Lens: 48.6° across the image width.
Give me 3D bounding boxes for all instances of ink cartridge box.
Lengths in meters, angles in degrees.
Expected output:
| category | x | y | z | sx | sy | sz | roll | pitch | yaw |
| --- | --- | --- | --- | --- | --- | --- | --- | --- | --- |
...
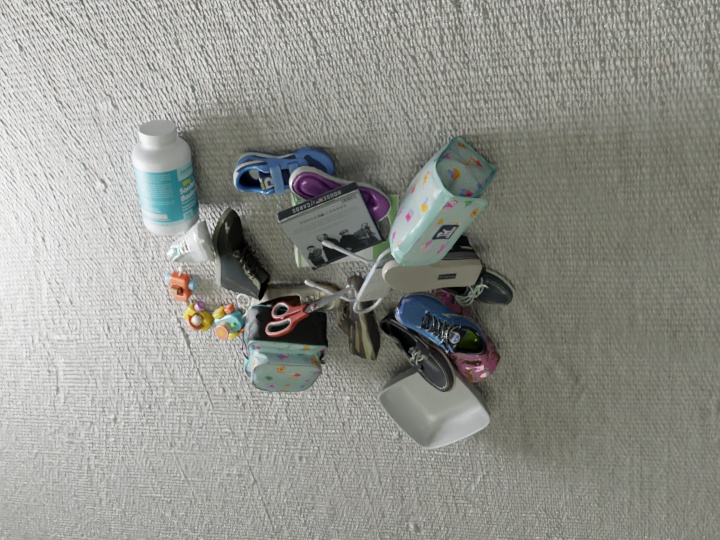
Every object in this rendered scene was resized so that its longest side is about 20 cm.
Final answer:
| category | x | y | z | sx | sy | sz | roll | pitch | yaw |
| --- | --- | --- | --- | --- | --- | --- | --- | --- | --- |
| ink cartridge box | -0.029 | -0.085 | 1.519 | 0.196 | 0.048 | 0.147 | -7 | 126 | -9 |

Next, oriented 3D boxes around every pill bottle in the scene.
| category | x | y | z | sx | sy | sz | roll | pitch | yaw |
| --- | --- | --- | --- | --- | --- | --- | --- | --- | --- |
| pill bottle | -0.368 | -0.177 | 1.504 | 0.109 | 0.111 | 0.203 | 7 | 126 | 10 |

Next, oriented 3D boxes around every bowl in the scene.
| category | x | y | z | sx | sy | sz | roll | pitch | yaw |
| --- | --- | --- | --- | --- | --- | --- | --- | --- | --- |
| bowl | 0.160 | 0.273 | 1.696 | 0.199 | 0.075 | 0.200 | -31 | 111 | 29 |

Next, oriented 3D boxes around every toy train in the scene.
| category | x | y | z | sx | sy | sz | roll | pitch | yaw |
| --- | --- | --- | --- | --- | --- | --- | --- | --- | --- |
| toy train | -0.330 | 0.080 | 1.696 | 0.197 | 0.056 | 0.152 | 18 | 130 | 11 |

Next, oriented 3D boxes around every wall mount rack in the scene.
| category | x | y | z | sx | sy | sz | roll | pitch | yaw |
| --- | --- | --- | --- | --- | --- | --- | --- | --- | --- |
| wall mount rack | 0.000 | 0.000 | 1.485 | 0.171 | 0.075 | 0.201 | -9 | 145 | -30 |

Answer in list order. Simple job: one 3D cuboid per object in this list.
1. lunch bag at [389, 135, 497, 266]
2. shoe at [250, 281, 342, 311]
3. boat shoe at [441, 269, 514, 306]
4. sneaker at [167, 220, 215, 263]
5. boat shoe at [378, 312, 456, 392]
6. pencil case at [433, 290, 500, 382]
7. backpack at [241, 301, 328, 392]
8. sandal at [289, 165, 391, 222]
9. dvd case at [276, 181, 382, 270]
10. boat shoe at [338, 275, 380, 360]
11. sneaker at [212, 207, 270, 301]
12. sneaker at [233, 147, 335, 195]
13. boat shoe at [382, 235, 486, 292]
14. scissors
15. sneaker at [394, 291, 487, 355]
| category | x | y | z | sx | sy | sz | roll | pitch | yaw |
| --- | --- | --- | --- | --- | --- | --- | --- | --- | --- |
| lunch bag | 0.133 | -0.109 | 1.355 | 0.121 | 0.200 | 0.171 | 37 | 125 | -3 |
| shoe | -0.134 | 0.065 | 1.644 | 0.197 | 0.054 | 0.071 | 0 | 124 | 15 |
| boat shoe | 0.201 | 0.023 | 1.519 | 0.198 | 0.062 | 0.075 | 27 | 123 | -6 |
| sneaker | -0.330 | -0.043 | 1.539 | 0.087 | 0.200 | 0.077 | -11 | 84 | -15 |
| boat shoe | 0.108 | 0.166 | 1.582 | 0.201 | 0.062 | 0.073 | 50 | 124 | 22 |
| pencil case | 0.195 | 0.133 | 1.586 | 0.200 | 0.083 | 0.086 | 49 | 152 | -20 |
| backpack | -0.158 | 0.167 | 1.638 | 0.173 | 0.156 | 0.200 | 2 | 159 | -12 |
| sandal | -0.036 | -0.123 | 1.433 | 0.200 | 0.050 | 0.083 | 16 | 120 | -22 |
| dvd case | -0.050 | -0.076 | 1.428 | 0.148 | 0.025 | 0.200 | -21 | 152 | 5 |
| boat shoe | -0.011 | 0.102 | 1.624 | 0.072 | 0.075 | 0.203 | -1 | 121 | 17 |
| sneaker | -0.229 | -0.032 | 1.582 | 0.105 | 0.075 | 0.202 | 22 | 138 | 14 |
| sneaker | -0.143 | -0.176 | 1.463 | 0.196 | 0.083 | 0.075 | -3 | 122 | 15 |
| boat shoe | 0.124 | -0.019 | 1.451 | 0.197 | 0.093 | 0.075 | 1 | 133 | -21 |
| scissors | -0.097 | 0.079 | 1.500 | 0.197 | 0.074 | 0.014 | -13 | 141 | 29 |
| sneaker | 0.155 | 0.102 | 1.478 | 0.198 | 0.089 | 0.079 | 23 | 100 | -18 |
